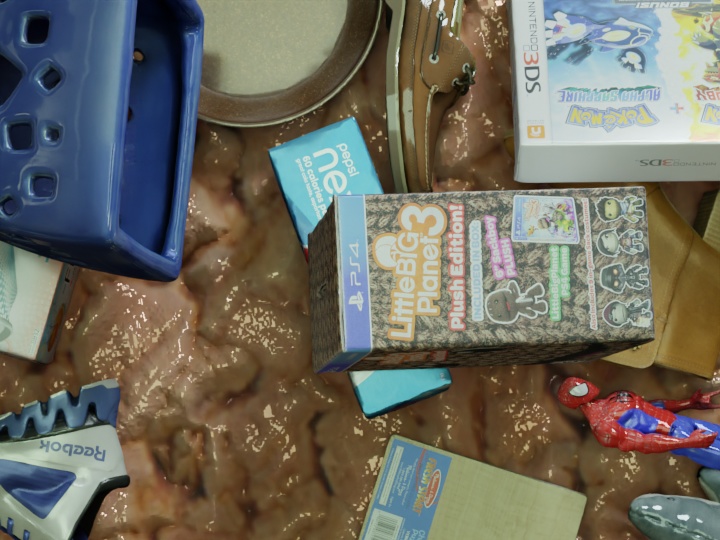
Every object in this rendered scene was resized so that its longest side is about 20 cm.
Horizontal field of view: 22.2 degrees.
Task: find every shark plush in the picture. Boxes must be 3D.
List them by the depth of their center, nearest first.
[{"bbox_3d":[0.276,0.213,1.263,0.199,0.083,0.091,37,89,20],"label":"shark plush"}]

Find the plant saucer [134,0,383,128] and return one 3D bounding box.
[{"bbox_3d":[-0.082,-0.202,1.355,0.198,0.037,0.202,0,83,1],"label":"plant saucer"}]

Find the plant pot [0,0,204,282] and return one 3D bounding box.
[{"bbox_3d":[-0.214,-0.105,1.209,0.178,0.200,0.202,4,84,9],"label":"plant pot"}]

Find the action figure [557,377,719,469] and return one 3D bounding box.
[{"bbox_3d":[0.235,0.117,1.302,0.198,0.066,0.052,17,118,2],"label":"action figure"}]

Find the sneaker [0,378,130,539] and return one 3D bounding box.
[{"bbox_3d":[-0.249,0.162,1.300,0.198,0.081,0.116,-21,82,-2],"label":"sneaker"}]

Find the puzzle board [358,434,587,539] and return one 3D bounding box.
[{"bbox_3d":[0.064,0.235,1.318,0.149,0.017,0.202,17,84,4],"label":"puzzle board"}]

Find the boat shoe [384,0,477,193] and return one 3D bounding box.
[{"bbox_3d":[0.052,-0.149,1.328,0.067,0.072,0.202,-1,85,2],"label":"boat shoe"}]

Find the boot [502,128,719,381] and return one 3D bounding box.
[{"bbox_3d":[0.178,-0.009,1.312,0.200,0.071,0.145,20,84,-1],"label":"boot"}]

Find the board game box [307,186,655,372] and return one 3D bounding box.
[{"bbox_3d":[0.072,0.009,1.194,0.198,0.159,0.098,-2,83,-7],"label":"board game box"}]

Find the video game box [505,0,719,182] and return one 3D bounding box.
[{"bbox_3d":[0.203,-0.144,1.296,0.198,0.047,0.183,-1,55,1],"label":"video game box"}]

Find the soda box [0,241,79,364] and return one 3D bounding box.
[{"bbox_3d":[-0.232,-0.037,1.329,0.068,0.064,0.202,15,84,3],"label":"soda box"}]

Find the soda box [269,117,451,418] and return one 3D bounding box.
[{"bbox_3d":[0.000,0.000,1.312,0.067,0.064,0.202,-20,83,-1],"label":"soda box"}]
